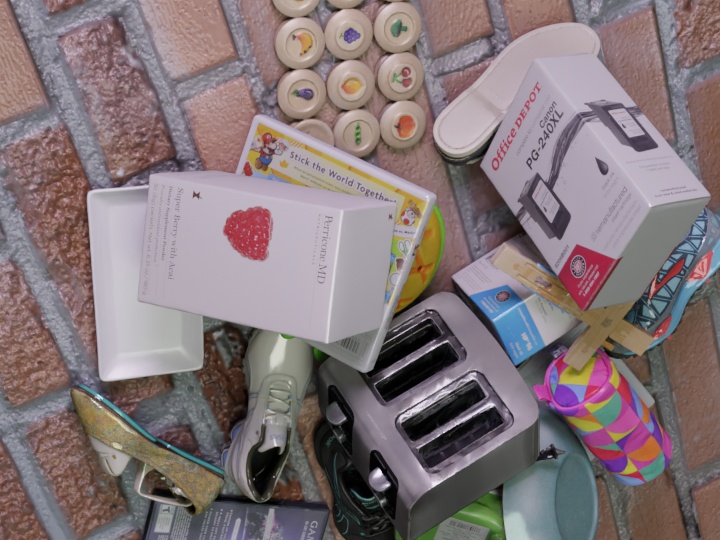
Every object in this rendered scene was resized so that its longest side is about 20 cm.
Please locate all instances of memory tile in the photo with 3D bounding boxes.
[{"bbox_3d":[-0.010,-0.204,1.318,0.152,0.017,0.201,-11,115,-15],"label":"memory tile"}]

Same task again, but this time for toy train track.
[{"bbox_3d":[0.208,0.026,1.352,0.199,0.033,0.115,30,107,-24],"label":"toy train track"}]

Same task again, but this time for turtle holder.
[{"bbox_3d":[0.114,0.274,1.479,0.140,0.132,0.186,-5,134,22],"label":"turtle holder"}]

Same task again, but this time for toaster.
[{"bbox_3d":[0.076,0.143,1.363,0.199,0.181,0.119,-29,153,-11],"label":"toaster"}]

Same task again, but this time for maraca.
[{"bbox_3d":[0.000,0.000,1.355,0.137,0.107,0.200,35,99,-21],"label":"maraca"}]

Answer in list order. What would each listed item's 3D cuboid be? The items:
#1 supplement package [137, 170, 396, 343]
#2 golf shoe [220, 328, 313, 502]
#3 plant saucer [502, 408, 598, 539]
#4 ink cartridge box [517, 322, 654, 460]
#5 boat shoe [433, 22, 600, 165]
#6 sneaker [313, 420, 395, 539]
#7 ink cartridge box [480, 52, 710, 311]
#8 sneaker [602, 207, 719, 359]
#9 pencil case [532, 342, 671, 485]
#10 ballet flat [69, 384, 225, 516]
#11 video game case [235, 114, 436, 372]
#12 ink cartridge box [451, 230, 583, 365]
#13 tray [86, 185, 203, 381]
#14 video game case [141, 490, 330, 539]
[{"bbox_3d":[-0.085,-0.017,1.242,0.120,0.199,0.122,-11,110,-65],"label":"supplement package"},{"bbox_3d":[-0.084,0.142,1.392,0.078,0.097,0.201,7,108,-20],"label":"golf shoe"},{"bbox_3d":[0.214,0.248,1.454,0.038,0.201,0.202,-6,124,33],"label":"plant saucer"},{"bbox_3d":[0.203,0.146,1.525,0.199,0.041,0.200,-42,119,1],"label":"ink cartridge box"},{"bbox_3d":[0.156,-0.176,1.377,0.200,0.073,0.063,-38,162,-7],"label":"boat shoe"},{"bbox_3d":[0.003,0.253,1.479,0.075,0.079,0.201,-28,119,-6],"label":"sneaker"},{"bbox_3d":[0.214,-0.086,1.288,0.083,0.201,0.146,-10,143,-33],"label":"ink cartridge box"},{"bbox_3d":[0.316,0.004,1.488,0.096,0.079,0.200,44,77,-22],"label":"sneaker"},{"bbox_3d":[0.262,0.155,1.457,0.088,0.088,0.200,-43,132,2],"label":"pencil case"},{"bbox_3d":[-0.221,0.189,1.374,0.200,0.071,0.071,38,96,-31],"label":"ballet flat"},{"bbox_3d":[-0.045,-0.027,1.301,0.023,0.199,0.183,-14,127,-64],"label":"video game case"},{"bbox_3d":[0.210,-0.001,1.423,0.199,0.116,0.068,-32,120,-4],"label":"ink cartridge box"},{"bbox_3d":[-0.209,0.009,1.333,0.107,0.022,0.201,-7,114,-18],"label":"tray"},{"bbox_3d":[-0.143,0.312,1.486,0.199,0.019,0.144,8,109,-23],"label":"video game case"}]
